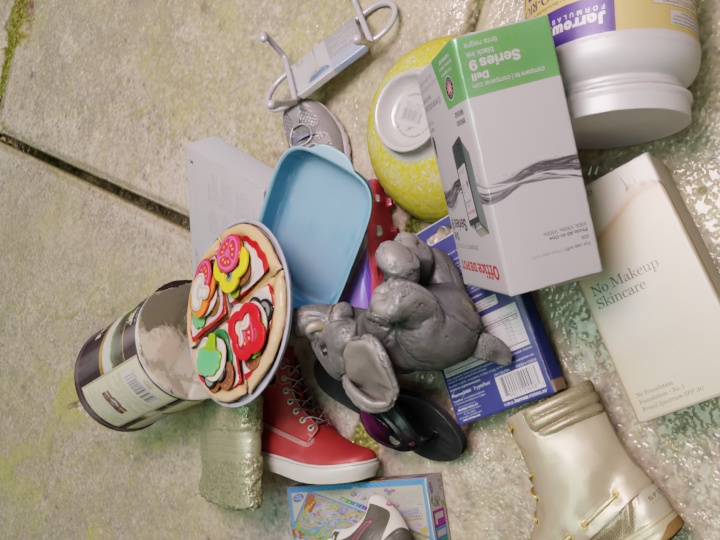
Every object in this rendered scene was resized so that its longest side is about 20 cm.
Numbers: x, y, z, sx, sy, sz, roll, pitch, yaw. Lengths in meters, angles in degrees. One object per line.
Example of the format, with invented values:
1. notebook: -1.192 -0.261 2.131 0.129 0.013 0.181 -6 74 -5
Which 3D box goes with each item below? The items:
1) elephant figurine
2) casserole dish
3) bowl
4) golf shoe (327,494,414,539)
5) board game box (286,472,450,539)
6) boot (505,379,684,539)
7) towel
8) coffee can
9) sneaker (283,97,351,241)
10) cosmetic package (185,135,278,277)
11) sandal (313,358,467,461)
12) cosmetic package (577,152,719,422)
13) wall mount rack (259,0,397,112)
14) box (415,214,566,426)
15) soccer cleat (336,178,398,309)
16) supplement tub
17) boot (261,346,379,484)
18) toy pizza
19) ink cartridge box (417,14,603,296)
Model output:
1. elephant figurine: 0.016 0.069 0.720 0.200 0.140 0.157 -45 48 29
2. casserole dish: -0.051 -0.040 0.773 0.120 0.039 0.203 28 116 15
3. bowl: 0.074 -0.153 0.738 0.197 0.107 0.205 -3 85 36
4. golf shoe: -0.011 0.328 0.759 0.201 0.076 0.089 -49 42 20
5. board game box: 0.008 0.304 0.799 0.197 0.034 0.137 -15 78 34
6. boot: 0.170 0.212 0.664 0.199 0.072 0.157 -40 66 25
7. towel: -0.164 0.218 0.882 0.199 0.036 0.152 -21 68 60
8. coffee can: -0.259 0.114 0.917 0.199 0.145 0.149 -27 71 43
9. sneaker: -0.053 -0.121 0.844 0.074 0.081 0.203 -30 70 30
10. cosmetic package: -0.150 -0.043 0.881 0.150 0.051 0.203 30 130 32
11. sandal: 0.022 0.157 0.773 0.198 0.048 0.077 23 130 29
12. cosmetic package: 0.252 0.015 0.618 0.103 0.073 0.203 -31 70 31
13. wall mount rack: -0.048 -0.249 0.818 0.198 0.074 0.176 -33 45 18
14. box: 0.119 0.042 0.728 0.120 0.032 0.204 -29 73 38
15. soccer cleat: 0.000 0.000 0.806 0.075 0.066 0.205 -2 90 25
16. supplement tub: 0.213 -0.220 0.617 0.143 0.144 0.205 -6 83 35
17. boot: -0.061 0.165 0.840 0.197 0.072 0.148 0 85 40
18. toy pizza: -0.142 0.044 0.771 0.198 0.031 0.205 -10 77 46
19. ink cartridge box: 0.120 -0.088 0.607 0.082 0.146 0.204 -14 94 -5
